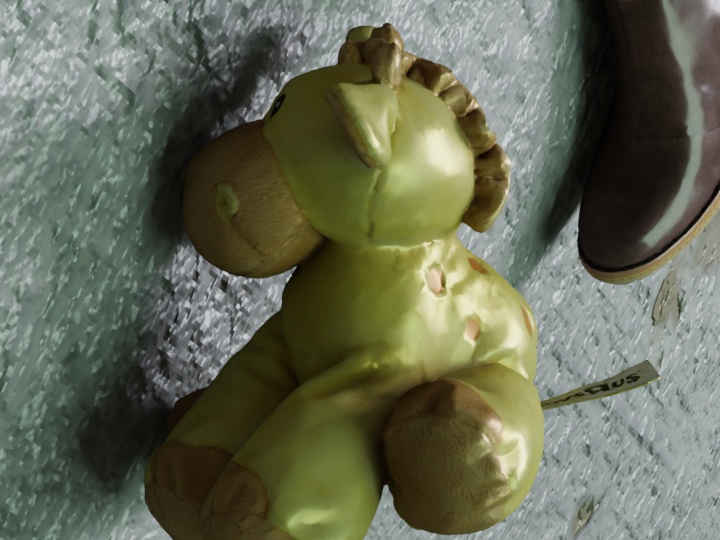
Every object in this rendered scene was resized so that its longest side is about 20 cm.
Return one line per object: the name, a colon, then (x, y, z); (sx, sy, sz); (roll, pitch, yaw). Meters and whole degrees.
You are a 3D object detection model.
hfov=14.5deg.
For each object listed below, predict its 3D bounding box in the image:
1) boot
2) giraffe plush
boot: (0.130, -0.112, 1.324); (0.200, 0.072, 0.166); (-61, 141, -17)
giraffe plush: (0.000, 0.000, 1.037); (0.200, 0.173, 0.162); (-24, 108, -20)
